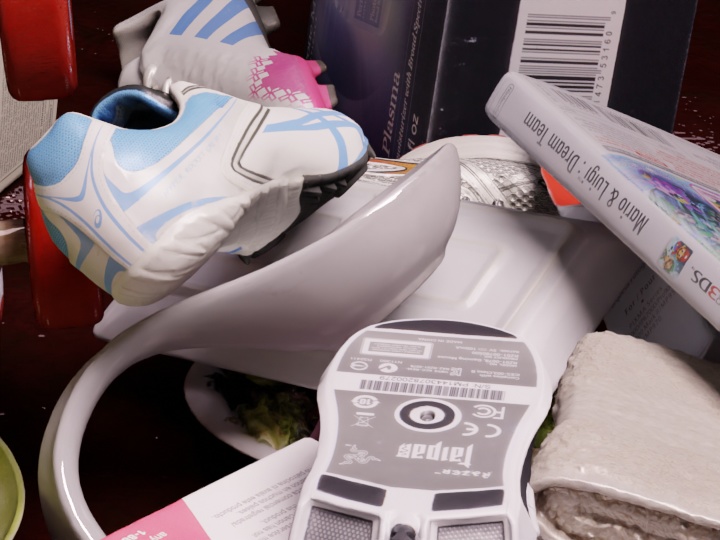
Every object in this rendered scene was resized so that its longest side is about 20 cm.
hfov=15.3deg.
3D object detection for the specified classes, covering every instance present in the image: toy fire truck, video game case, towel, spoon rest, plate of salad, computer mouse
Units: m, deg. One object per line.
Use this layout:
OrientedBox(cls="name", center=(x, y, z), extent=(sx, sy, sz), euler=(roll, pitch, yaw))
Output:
OrientedBox(cls="toy fire truck", center=(-0.158, -0.063, 0.990), extent=(0.111, 0.201, 0.168), euler=(-6, 14, -5))
OrientedBox(cls="video game case", center=(0.162, 0.003, 0.975), extent=(0.199, 0.024, 0.182), euler=(19, 19, -39))
OrientedBox(cls="towel", center=(0.153, 0.080, 0.855), extent=(0.199, 0.035, 0.133), euler=(19, 21, 5))
OrientedBox(cls="spoon rest", center=(-0.039, 0.020, 0.921), extent=(0.061, 0.099, 0.200), euler=(47, 67, -5))
OrientedBox(cls="plate of salad", center=(0.032, 0.041, 1.021), extent=(0.199, 0.048, 0.200), euler=(4, 19, -1))
OrientedBox(cls="computer mouse", center=(0.017, 0.076, 0.757), extent=(0.109, 0.044, 0.200), euler=(4, 27, 8))

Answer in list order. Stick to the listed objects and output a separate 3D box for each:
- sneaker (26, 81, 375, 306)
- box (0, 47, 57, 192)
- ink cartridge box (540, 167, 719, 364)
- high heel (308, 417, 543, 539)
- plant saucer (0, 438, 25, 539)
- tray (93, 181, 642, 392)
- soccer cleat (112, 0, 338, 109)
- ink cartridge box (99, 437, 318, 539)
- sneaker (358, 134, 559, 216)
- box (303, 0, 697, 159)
OrientedBox(cls="sneaker", center=(-0.052, -0.039, 0.939), extent=(0.073, 0.072, 0.200), euler=(54, 20, 4))
OrientedBox(cls="box", center=(-0.200, -0.068, 1.143), extent=(0.077, 0.096, 0.200), euler=(13, 23, 12))
OrientedBox(cls="ink cartridge box", center=(0.159, 0.005, 1.057), extent=(0.159, 0.047, 0.201), euler=(22, 31, -28))
OrientedBox(cls="high heel", center=(0.054, 0.121, 0.891), extent=(0.200, 0.096, 0.067), euler=(37, 46, 8))
OrientedBox(cls="plant saucer", center=(-0.212, 0.080, 0.887), extent=(0.199, 0.031, 0.200), euler=(8, 23, -3))
OrientedBox(cls="tray", center=(0.000, 0.000, 1.005), extent=(0.199, 0.022, 0.108), euler=(11, 46, 33))
OrientedBox(cls="soccer cleat", center=(-0.065, -0.077, 1.262), extent=(0.086, 0.070, 0.200), euler=(-14, 27, -11))
OrientedBox(cls="ink cartridge box", center=(0.016, 0.139, 0.771), extent=(0.199, 0.085, 0.144), euler=(23, 27, 30))
OrientedBox(cls="sneaker", center=(0.011, -0.011, 1.112), extent=(0.199, 0.078, 0.082), euler=(1, 17, 8))
OrientedBox(cls="box", center=(0.058, -0.122, 1.227), extent=(0.122, 0.201, 0.199), euler=(1, 24, -17))
